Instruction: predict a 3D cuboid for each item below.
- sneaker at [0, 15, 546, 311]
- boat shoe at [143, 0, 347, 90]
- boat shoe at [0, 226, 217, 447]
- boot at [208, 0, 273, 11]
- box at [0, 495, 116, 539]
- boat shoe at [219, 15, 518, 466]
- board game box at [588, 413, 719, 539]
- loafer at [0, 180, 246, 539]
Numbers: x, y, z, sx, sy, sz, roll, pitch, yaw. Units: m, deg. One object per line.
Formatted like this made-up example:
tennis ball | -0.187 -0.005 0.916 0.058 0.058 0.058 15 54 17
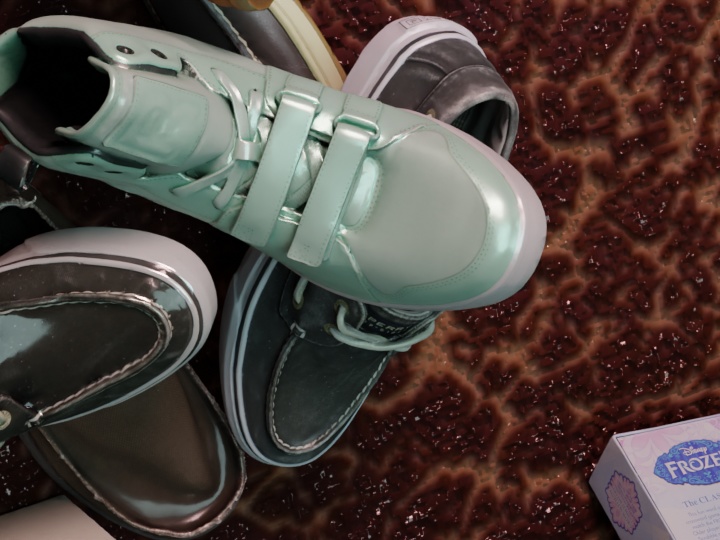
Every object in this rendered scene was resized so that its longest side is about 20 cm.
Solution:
sneaker | -0.040 -0.034 0.723 0.118 0.200 0.074 -4 113 -67
boat shoe | -0.039 -0.058 0.835 0.065 0.073 0.200 -46 118 -18
boat shoe | -0.148 0.042 0.752 0.200 0.064 0.071 -16 115 10
boot | -0.122 -0.166 0.732 0.154 0.074 0.200 -18 102 21
box | -0.185 0.168 0.804 0.200 0.078 0.095 -18 108 -23
boat shoe | 0.000 0.000 0.804 0.072 0.071 0.200 8 116 -29
board game box | 0.238 0.148 0.967 0.200 0.200 0.041 -9 143 -26
loafer | -0.111 0.040 0.819 0.073 0.071 0.200 -45 117 -12
